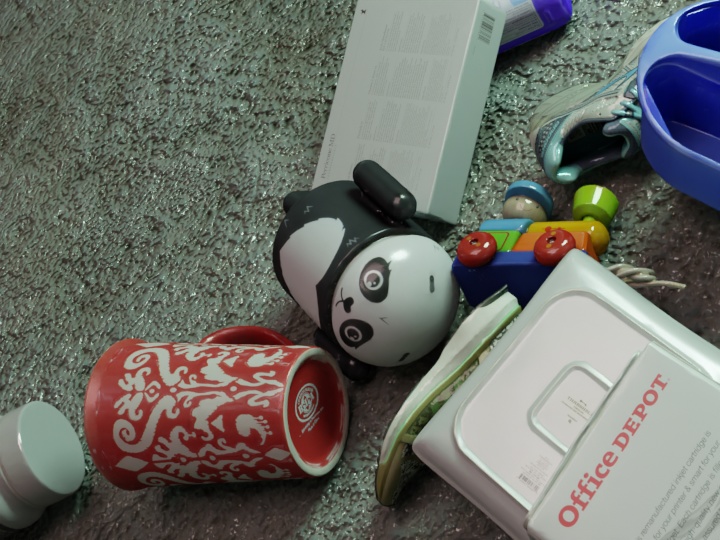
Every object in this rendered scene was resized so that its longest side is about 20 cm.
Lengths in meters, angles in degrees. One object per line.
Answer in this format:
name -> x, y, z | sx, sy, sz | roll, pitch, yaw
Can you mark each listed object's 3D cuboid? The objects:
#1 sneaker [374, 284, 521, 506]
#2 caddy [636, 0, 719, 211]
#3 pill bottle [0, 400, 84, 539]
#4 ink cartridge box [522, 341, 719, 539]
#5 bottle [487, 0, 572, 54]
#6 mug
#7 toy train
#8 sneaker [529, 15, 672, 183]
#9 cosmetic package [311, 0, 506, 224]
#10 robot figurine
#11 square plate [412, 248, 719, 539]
sneaker -> 0.084, 0.113, 1.041 | 0.088, 0.077, 0.201 | 36, 99, 14
caddy -> 0.300, -0.117, 0.982 | 0.199, 0.105, 0.142 | 28, 73, 16
pill bottle -> -0.371, 0.208, 1.273 | 0.199, 0.114, 0.114 | -26, 46, 17
ink cartridge box -> 0.222, 0.163, 0.829 | 0.199, 0.083, 0.146 | 34, 82, 18
bottle -> 0.105, -0.242, 1.294 | 0.199, 0.065, 0.084 | -20, 47, 24
mug -> -0.116, 0.104, 1.155 | 0.199, 0.133, 0.179 | -4, 58, 30
toy train -> 0.182, -0.022, 1.070 | 0.199, 0.085, 0.116 | -1, 44, 35
sneaker -> 0.233, -0.134, 1.102 | 0.199, 0.078, 0.087 | -35, 26, 24
cosmetic package -> 0.043, -0.154, 1.238 | 0.150, 0.051, 0.202 | 13, 89, 40
robot figurine -> -0.001, -0.001, 1.147 | 0.124, 0.151, 0.200 | -36, 42, -10
square plate -> 0.159, 0.105, 0.939 | 0.198, 0.028, 0.200 | -49, 55, -3
